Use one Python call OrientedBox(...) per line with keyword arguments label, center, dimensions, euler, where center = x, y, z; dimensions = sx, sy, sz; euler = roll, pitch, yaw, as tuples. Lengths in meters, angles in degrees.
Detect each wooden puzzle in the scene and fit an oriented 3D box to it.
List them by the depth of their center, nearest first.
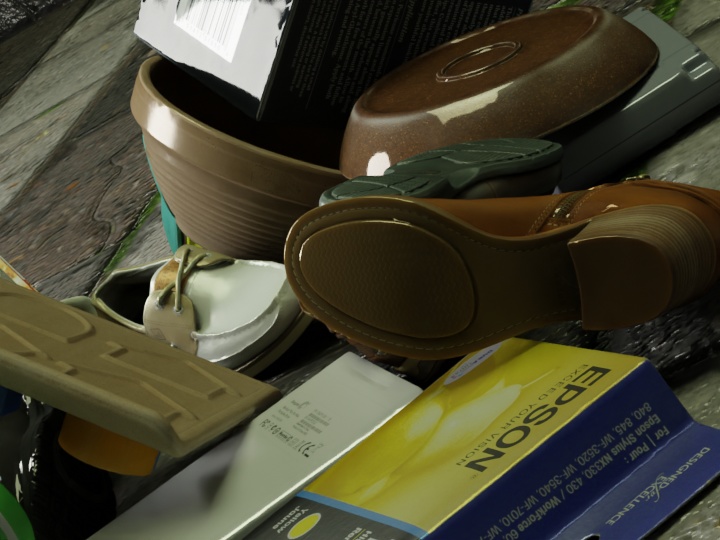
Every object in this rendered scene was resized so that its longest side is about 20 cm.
OrientedBox(label="wooden puzzle", center=(-0.154, 0.057, 1.281), dimensions=(0.200, 0.185, 0.046), euler=(-10, -59, -76))

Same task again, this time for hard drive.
OrientedBox(label="hard drive", center=(-0.062, 0.116, 1.223), dimensions=(0.200, 0.026, 0.132), euler=(-36, 16, -10))

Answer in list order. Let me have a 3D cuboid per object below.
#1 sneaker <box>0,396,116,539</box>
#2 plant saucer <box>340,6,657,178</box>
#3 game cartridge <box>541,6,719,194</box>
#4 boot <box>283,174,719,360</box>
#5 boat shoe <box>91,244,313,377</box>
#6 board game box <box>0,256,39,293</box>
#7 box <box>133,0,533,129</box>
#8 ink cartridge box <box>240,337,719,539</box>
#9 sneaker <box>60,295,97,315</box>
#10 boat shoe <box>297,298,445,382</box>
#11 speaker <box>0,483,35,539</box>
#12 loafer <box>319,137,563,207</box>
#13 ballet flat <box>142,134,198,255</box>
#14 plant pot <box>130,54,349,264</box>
OrientedBox(label="sneaker", center=(-0.193, 0.108, 1.368), dimensions=(0.091, 0.076, 0.200), euler=(-29, 32, 10))
OrientedBox(label="plant saucer", center=(0.076, -0.110, 1.434), dimensions=(0.200, 0.035, 0.200), euler=(-20, 16, 6))
OrientedBox(label="game cartridge", center=(0.140, -0.099, 1.462), dimensions=(0.133, 0.041, 0.200), euler=(-28, 16, 3))
OrientedBox(label="boot", center=(0.078, -0.009, 1.151), dimensions=(0.200, 0.074, 0.155), euler=(5, 14, 21))
OrientedBox(label="boat shoe", center=(-0.099, 0.025, 1.467), dimensions=(0.200, 0.068, 0.075), euler=(-17, 37, 52))
OrientedBox(label="board game box", center=(-0.246, 0.073, 1.491), dimensions=(0.151, 0.046, 0.200), euler=(-37, 49, -16))
OrientedBox(label="box", center=(-0.017, -0.164, 1.567), dimensions=(0.200, 0.107, 0.148), euler=(2, 24, -42))
OrientedBox(label="ink cartridge box", center=(0.038, 0.104, 1.031), dimensions=(0.198, 0.047, 0.200), euler=(-37, 13, -18))
OrientedBox(label="sneaker", center=(-0.215, 0.067, 1.590), dimensions=(0.090, 0.067, 0.200), euler=(-35, 12, 12))
OrientedBox(label="boat shoe", center=(0.000, 0.001, 1.319), dimensions=(0.072, 0.067, 0.200), euler=(-65, 17, 8))
OrientedBox(label="speaker", center=(-0.240, 0.177, 1.152), dimensions=(0.088, 0.089, 0.200), euler=(-18, 21, 42))
OrientedBox(label="loafer", center=(0.042, -0.026, 1.254), dimensions=(0.072, 0.063, 0.200), euler=(4, 14, 33))
OrientedBox(label="ballet flat", center=(-0.109, -0.060, 1.675), dimensions=(0.067, 0.067, 0.200), euler=(-17, -17, -5))
OrientedBox(label="plant pot", center=(-0.056, -0.059, 1.543), dimensions=(0.201, 0.200, 0.093), euler=(-86, 13, -71))
